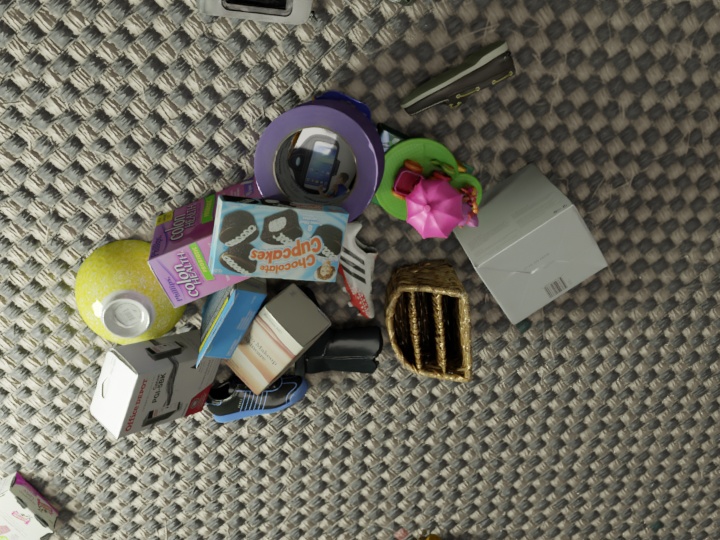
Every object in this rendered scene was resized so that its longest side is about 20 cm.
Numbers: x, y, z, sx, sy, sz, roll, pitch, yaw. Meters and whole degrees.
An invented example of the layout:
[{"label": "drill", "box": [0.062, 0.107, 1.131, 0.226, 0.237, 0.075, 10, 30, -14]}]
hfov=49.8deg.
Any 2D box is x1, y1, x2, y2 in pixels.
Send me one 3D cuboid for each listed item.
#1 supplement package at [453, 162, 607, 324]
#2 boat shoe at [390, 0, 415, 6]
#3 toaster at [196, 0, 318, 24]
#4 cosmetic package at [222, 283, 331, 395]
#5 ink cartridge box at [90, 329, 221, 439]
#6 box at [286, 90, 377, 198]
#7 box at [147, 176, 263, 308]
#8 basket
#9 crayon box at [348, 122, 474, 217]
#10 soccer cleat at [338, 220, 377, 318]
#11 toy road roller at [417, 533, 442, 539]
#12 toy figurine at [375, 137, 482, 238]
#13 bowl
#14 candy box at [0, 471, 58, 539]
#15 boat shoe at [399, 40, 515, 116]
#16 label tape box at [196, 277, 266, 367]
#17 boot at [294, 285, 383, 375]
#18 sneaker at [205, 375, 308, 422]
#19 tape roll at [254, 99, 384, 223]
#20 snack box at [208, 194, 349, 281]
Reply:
[{"label": "supplement package", "box": [0.286, -0.051, 1.362, 0.191, 0.200, 0.147, -33, 118, 9]}, {"label": "boat shoe", "box": [0.083, -0.507, 1.177, 0.064, 0.071, 0.200, 1, 113, -47]}, {"label": "toaster", "box": [-0.145, -0.458, 1.128, 0.199, 0.119, 0.181, 4, 117, -11]}, {"label": "cosmetic package", "box": [-0.152, 0.126, 1.379, 0.103, 0.087, 0.200, 46, 135, 5]}, {"label": "ink cartridge box", "box": [-0.361, 0.200, 1.386, 0.200, 0.083, 0.147, -11, 130, -53]}, {"label": "box", "box": [-0.058, -0.201, 1.319, 0.119, 0.042, 0.200, 20, 114, -18]}, {"label": "box", "box": [-0.235, -0.053, 1.287, 0.200, 0.176, 0.097, -23, 119, 3]}, {"label": "basket", "box": [0.122, 0.101, 1.441, 0.142, 0.149, 0.200, -9, 119, -5]}, {"label": "crayon box", "box": [0.094, -0.158, 1.359, 0.200, 0.052, 0.126, 21, 112, -19]}, {"label": "soccer cleat", "box": [0.000, 0.000, 1.417, 0.085, 0.069, 0.200, -21, 114, 6]}, {"label": "toy road roller", "box": [0.204, 0.698, 1.793, 0.200, 0.146, 0.123, 39, 109, 15]}, {"label": "toy figurine", "box": [0.132, -0.108, 1.258, 0.200, 0.184, 0.150, 18, 112, -18]}, {"label": "bowl", "box": [-0.403, 0.058, 1.355, 0.200, 0.108, 0.201, -4, 118, -7]}, {"label": "candy box", "box": [-0.734, 0.508, 1.555, 0.200, 0.061, 0.137, -28, 117, 6]}, {"label": "boat shoe", "box": [0.163, -0.305, 1.284, 0.201, 0.072, 0.061, -29, 114, 3]}, {"label": "label tape box", "box": [-0.221, 0.071, 1.339, 0.063, 0.200, 0.144, 25, 111, -19]}, {"label": "boot", "box": [-0.043, 0.112, 1.459, 0.168, 0.076, 0.201, -3, 120, -7]}, {"label": "sneaker", "box": [-0.204, 0.233, 1.498, 0.200, 0.070, 0.078, -18, 125, 1]}, {"label": "tape roll", "box": [-0.064, -0.170, 1.248, 0.199, 0.085, 0.201, 3, 109, 10]}, {"label": "snack box", "box": [-0.125, -0.047, 1.189, 0.200, 0.037, 0.116, 4, 111, -22]}]
